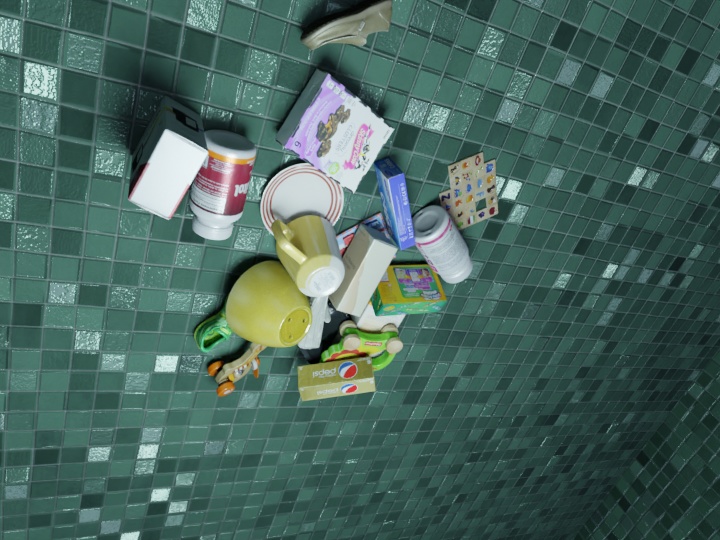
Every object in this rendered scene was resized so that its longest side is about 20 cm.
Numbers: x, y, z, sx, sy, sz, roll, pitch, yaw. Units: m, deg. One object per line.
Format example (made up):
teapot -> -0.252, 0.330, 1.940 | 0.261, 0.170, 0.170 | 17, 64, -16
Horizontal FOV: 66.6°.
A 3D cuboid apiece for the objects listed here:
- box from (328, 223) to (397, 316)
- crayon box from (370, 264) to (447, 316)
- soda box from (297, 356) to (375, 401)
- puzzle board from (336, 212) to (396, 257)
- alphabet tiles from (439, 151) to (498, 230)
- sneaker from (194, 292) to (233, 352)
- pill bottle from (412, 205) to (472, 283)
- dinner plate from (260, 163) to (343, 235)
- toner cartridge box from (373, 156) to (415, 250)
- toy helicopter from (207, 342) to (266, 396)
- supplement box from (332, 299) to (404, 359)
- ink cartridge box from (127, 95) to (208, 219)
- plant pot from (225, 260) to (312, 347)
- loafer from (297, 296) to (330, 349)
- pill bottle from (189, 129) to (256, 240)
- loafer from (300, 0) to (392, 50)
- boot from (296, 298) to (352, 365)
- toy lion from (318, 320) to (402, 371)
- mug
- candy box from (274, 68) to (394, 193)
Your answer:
box -> 0.000, 0.000, 1.351 | 0.077, 0.095, 0.203 | 18, 108, -33
crayon box -> 0.118, 0.050, 1.442 | 0.196, 0.121, 0.059 | -1, 146, -26
soda box -> -0.062, 0.280, 1.417 | 0.195, 0.069, 0.065 | -8, 137, 0
puzzle board -> -0.013, -0.042, 1.395 | 0.197, 0.017, 0.152 | -28, 129, -4
alphabet tiles -> 0.281, -0.202, 1.427 | 0.164, 0.008, 0.203 | -22, 128, -9
sneaker -> -0.318, 0.124, 1.326 | 0.200, 0.084, 0.074 | -45, 128, 9
pill bottle -> 0.213, -0.062, 1.422 | 0.113, 0.114, 0.200 | -37, 129, 4
dinner plate -> -0.134, -0.154, 1.258 | 0.196, 0.024, 0.204 | -12, 126, -17
toner cartridge box -> 0.083, -0.157, 1.309 | 0.042, 0.095, 0.203 | -21, 128, -9
toy helicopter -> -0.293, 0.236, 1.413 | 0.200, 0.080, 0.131 | -45, 155, 28
supplement box -> 0.023, 0.157, 1.510 | 0.124, 0.074, 0.202 | 17, 115, -29
ink cartridge box -> -0.354, -0.211, 1.003 | 0.082, 0.201, 0.147 | 25, 110, -32
plant pot -> -0.194, 0.099, 1.284 | 0.198, 0.141, 0.203 | -30, 135, -34
loafer -> -0.105, 0.103, 1.359 | 0.068, 0.070, 0.203 | 9, 115, -24
pill bottle -> -0.286, -0.172, 1.118 | 0.111, 0.114, 0.203 | 5, 121, -27
loafer -> -0.020, -0.466, 1.060 | 0.197, 0.076, 0.068 | -25, 123, -7
boot -> -0.096, 0.160, 1.462 | 0.161, 0.074, 0.200 | -31, 125, 0
toy lion -> -0.007, 0.230, 1.467 | 0.196, 0.069, 0.194 | 7, 126, -22
mug -> -0.121, -0.021, 1.242 | 0.183, 0.154, 0.151 | 4, 126, -27
candy box -> -0.052, -0.289, 1.157 | 0.198, 0.072, 0.169 | 28, 99, -36
